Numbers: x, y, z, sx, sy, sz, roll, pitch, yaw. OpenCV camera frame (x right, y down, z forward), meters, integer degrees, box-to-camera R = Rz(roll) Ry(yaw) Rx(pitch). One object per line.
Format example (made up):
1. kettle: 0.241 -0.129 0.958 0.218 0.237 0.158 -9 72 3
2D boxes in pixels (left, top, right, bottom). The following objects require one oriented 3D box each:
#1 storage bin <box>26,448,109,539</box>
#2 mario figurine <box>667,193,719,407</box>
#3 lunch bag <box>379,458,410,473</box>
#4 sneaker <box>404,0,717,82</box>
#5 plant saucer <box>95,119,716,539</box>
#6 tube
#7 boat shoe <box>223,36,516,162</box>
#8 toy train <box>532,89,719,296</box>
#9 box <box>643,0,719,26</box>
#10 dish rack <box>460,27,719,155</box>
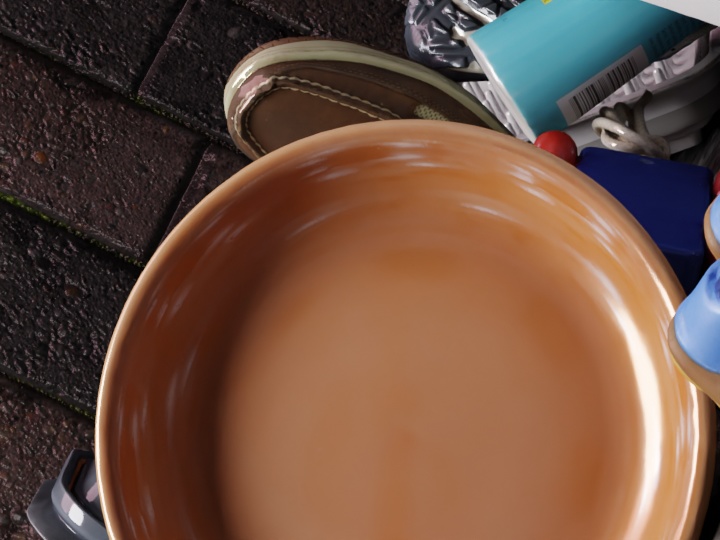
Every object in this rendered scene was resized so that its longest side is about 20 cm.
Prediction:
1. storage bin: -0.023 0.104 1.065 0.135 0.199 0.146 -54 4 4
2. mario figurine: 0.141 -0.029 0.623 0.200 0.105 0.124 101 155 -60
3. lunch bag: -0.004 0.156 0.908 0.201 0.122 0.170 -58 5 7
4. sneaker: 0.109 -0.112 1.049 0.199 0.078 0.087 -21 -27 -18
5. plant saucer: 0.015 0.053 0.796 0.201 0.199 0.037 -64 -14 -4
6. tube: 0.136 -0.122 0.954 0.199 0.051 0.077 -33 9 1
7. boat shoe: 0.037 -0.025 0.997 0.075 0.201 0.075 -53 23 31
8. toy train: 0.096 0.010 0.919 0.200 0.084 0.117 -59 -21 -72
9. box: 0.083 -0.175 0.805 0.200 0.198 0.131 31 94 57
10. dish rack: 0.099 -0.083 1.169 0.171 0.044 0.200 -19 18 15
